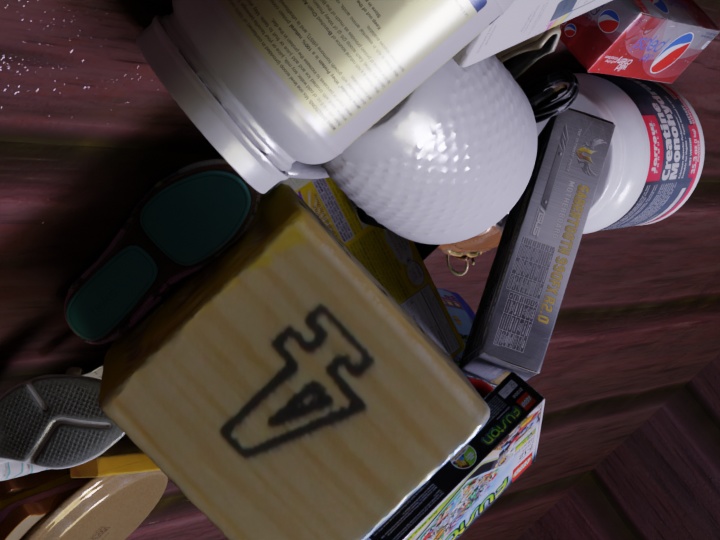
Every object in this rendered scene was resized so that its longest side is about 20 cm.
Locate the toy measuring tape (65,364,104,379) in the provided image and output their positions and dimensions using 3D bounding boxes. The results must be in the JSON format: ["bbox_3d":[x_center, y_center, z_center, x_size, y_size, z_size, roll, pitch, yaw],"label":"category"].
[{"bbox_3d":[-0.145,0.021,1.530,0.198,0.074,0.074,-26,162,-1],"label":"toy measuring tape"}]

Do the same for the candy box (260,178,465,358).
[{"bbox_3d":[0.000,0.000,1.539,0.102,0.201,0.026,-32,-168,-28],"label":"candy box"}]

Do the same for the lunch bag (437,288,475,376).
[{"bbox_3d":[0.035,0.063,1.677,0.149,0.201,0.095,9,129,-25],"label":"lunch bag"}]

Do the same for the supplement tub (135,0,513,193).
[{"bbox_3d":[-0.022,-0.157,1.184,0.200,0.145,0.145,-40,162,5],"label":"supplement tub"}]

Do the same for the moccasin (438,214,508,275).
[{"bbox_3d":[0.100,-0.041,1.806,0.077,0.074,0.201,-30,-177,12],"label":"moccasin"}]

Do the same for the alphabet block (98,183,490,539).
[{"bbox_3d":[-0.051,0.081,1.413,0.196,0.200,0.195,-44,-171,0],"label":"alphabet block"}]

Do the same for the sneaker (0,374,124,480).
[{"bbox_3d":[-0.261,0.122,1.490,0.198,0.071,0.080,-16,180,12],"label":"sneaker"}]

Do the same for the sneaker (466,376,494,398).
[{"bbox_3d":[0.032,0.151,1.526,0.201,0.067,0.109,-27,146,-41],"label":"sneaker"}]

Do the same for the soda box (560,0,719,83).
[{"bbox_3d":[0.236,-0.210,1.695,0.070,0.064,0.199,-46,160,22],"label":"soda box"}]

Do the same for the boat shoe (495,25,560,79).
[{"bbox_3d":[0.074,-0.143,1.532,0.200,0.069,0.074,-48,160,28],"label":"boat shoe"}]

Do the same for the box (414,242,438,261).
[{"bbox_3d":[0.061,-0.063,1.641,0.200,0.049,0.161,-44,-170,17],"label":"box"}]

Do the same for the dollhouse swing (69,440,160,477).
[{"bbox_3d":[-0.139,0.089,1.616,0.200,0.174,0.184,173,-73,-82],"label":"dollhouse swing"}]

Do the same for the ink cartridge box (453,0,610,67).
[{"bbox_3d":[0.117,-0.229,1.326,0.199,0.117,0.067,-27,161,-32],"label":"ink cartridge box"}]

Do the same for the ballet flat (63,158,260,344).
[{"bbox_3d":[-0.140,-0.021,1.435,0.200,0.069,0.071,-42,-178,27],"label":"ballet flat"}]

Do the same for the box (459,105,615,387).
[{"bbox_3d":[0.135,-0.013,1.536,0.158,0.048,0.202,117,-9,-80],"label":"box"}]

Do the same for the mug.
[{"bbox_3d":[0.009,-0.107,1.408,0.198,0.149,0.175,-12,161,19],"label":"mug"}]

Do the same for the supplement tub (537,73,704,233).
[{"bbox_3d":[0.215,-0.107,1.781,0.140,0.141,0.199,-47,161,26],"label":"supplement tub"}]

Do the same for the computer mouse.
[{"bbox_3d":[0.076,-0.096,1.490,0.199,0.059,0.034,-34,126,14],"label":"computer mouse"}]

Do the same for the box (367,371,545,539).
[{"bbox_3d":[0.057,0.174,1.470,0.200,0.035,0.110,-43,158,-20],"label":"box"}]

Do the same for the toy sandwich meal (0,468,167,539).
[{"bbox_3d":[-0.261,0.214,1.762,0.205,0.070,0.205,-39,164,-13],"label":"toy sandwich meal"}]
